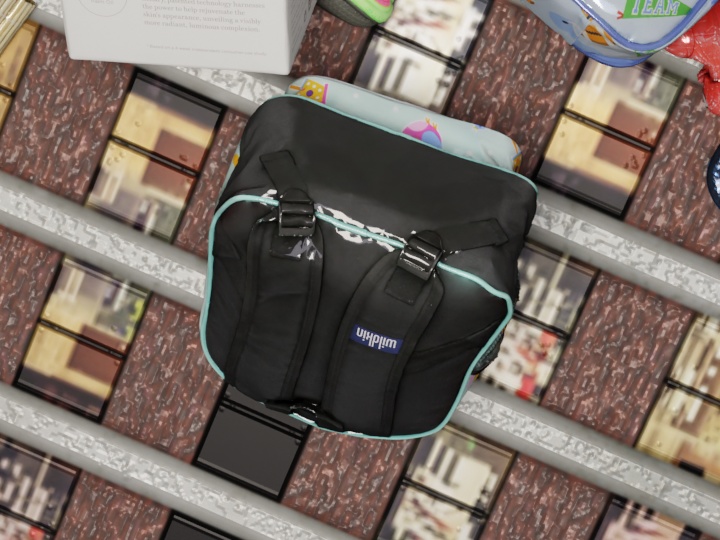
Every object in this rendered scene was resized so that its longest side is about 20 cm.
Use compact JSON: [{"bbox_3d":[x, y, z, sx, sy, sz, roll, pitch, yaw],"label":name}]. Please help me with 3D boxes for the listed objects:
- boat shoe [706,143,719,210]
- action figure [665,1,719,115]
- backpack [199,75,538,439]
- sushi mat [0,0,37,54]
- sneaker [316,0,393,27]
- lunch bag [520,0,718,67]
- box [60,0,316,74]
[{"bbox_3d":[0.289,-0.094,0.973,0.200,0.069,0.084,-33,95,9],"label":"boat shoe"},{"bbox_3d":[0.172,-0.173,0.970,0.065,0.099,0.201,-10,75,-16],"label":"action figure"},{"bbox_3d":[0.000,0.000,0.963,0.175,0.154,0.200,16,137,0],"label":"backpack"},{"bbox_3d":[-0.275,-0.095,1.011,0.012,0.096,0.200,43,102,28],"label":"sushi mat"},{"bbox_3d":[-0.073,-0.190,0.996,0.199,0.077,0.084,22,132,-4],"label":"sneaker"},{"bbox_3d":[0.127,-0.212,0.877,0.200,0.076,0.160,42,87,0],"label":"lunch bag"},{"bbox_3d":[-0.091,-0.214,0.871,0.124,0.098,0.201,5,129,8],"label":"box"}]
